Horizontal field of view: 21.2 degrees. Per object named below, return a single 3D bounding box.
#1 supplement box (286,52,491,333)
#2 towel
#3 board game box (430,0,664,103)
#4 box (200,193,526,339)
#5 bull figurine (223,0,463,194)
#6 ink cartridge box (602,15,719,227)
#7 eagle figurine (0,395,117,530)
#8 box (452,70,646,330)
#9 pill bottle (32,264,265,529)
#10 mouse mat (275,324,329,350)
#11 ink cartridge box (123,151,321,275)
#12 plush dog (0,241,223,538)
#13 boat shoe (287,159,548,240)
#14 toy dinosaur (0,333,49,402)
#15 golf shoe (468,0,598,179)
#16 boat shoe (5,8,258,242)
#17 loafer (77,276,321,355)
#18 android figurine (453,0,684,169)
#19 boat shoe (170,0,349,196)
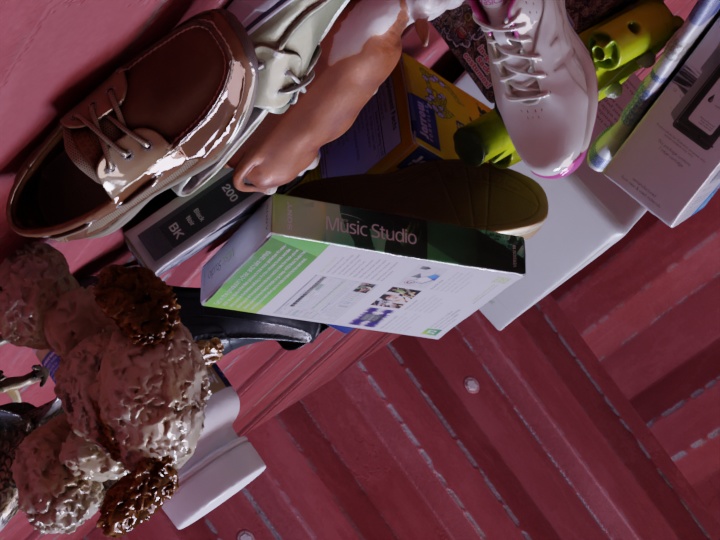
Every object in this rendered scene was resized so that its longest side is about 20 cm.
[{"bbox_3d":[0.010,-0.060,1.558,0.109,0.109,0.200,28,127,-33],"label":"supplement box"},{"bbox_3d":[0.238,-0.166,1.385,0.147,0.024,0.200,-41,166,-43],"label":"towel"},{"bbox_3d":[0.166,-0.225,1.418,0.200,0.097,0.159,-39,173,24],"label":"board game box"},{"bbox_3d":[0.000,0.000,1.405,0.200,0.036,0.144,8,156,-24],"label":"box"},{"bbox_3d":[-0.017,-0.127,1.264,0.200,0.065,0.121,-44,177,-7],"label":"bull figurine"},{"bbox_3d":[0.269,-0.134,1.372,0.200,0.068,0.116,-54,169,21],"label":"ink cartridge box"},{"bbox_3d":[-0.279,0.143,1.403,0.151,0.200,0.152,-68,168,-48],"label":"eagle figurine"},{"bbox_3d":[0.154,-0.096,1.752,0.171,0.199,0.200,-42,179,-44],"label":"box"},{"bbox_3d":[-0.171,0.107,1.594,0.120,0.200,0.120,-36,174,-5],"label":"pill bottle"},{"bbox_3d":[-0.037,-0.016,1.700,0.161,0.008,0.200,-36,-146,-7],"label":"mouse mat"},{"bbox_3d":[-0.083,-0.064,1.415,0.200,0.043,0.198,-36,-178,-5],"label":"ink cartridge box"},{"bbox_3d":[-0.149,0.079,1.269,0.160,0.200,0.172,-6,-172,-19],"label":"plush dog"},{"bbox_3d":[0.042,-0.035,1.463,0.200,0.074,0.069,-2,144,1],"label":"boat shoe"},{"bbox_3d":[-0.295,0.079,1.479,0.101,0.058,0.200,-23,171,22],"label":"toy dinosaur"},{"bbox_3d":[0.102,-0.157,1.256,0.075,0.200,0.092,-7,-176,36],"label":"golf shoe"},{"bbox_3d":[-0.131,-0.073,1.087,0.200,0.076,0.072,-43,169,37],"label":"boat shoe"},{"bbox_3d":[-0.131,0.046,1.520,0.200,0.070,0.068,5,180,-12],"label":"loafer"},{"bbox_3d":[0.159,-0.138,1.404,0.200,0.041,0.182,-29,170,-37],"label":"android figurine"},{"bbox_3d":[-0.059,-0.122,1.144,0.200,0.062,0.072,-41,172,30],"label":"boat shoe"}]
